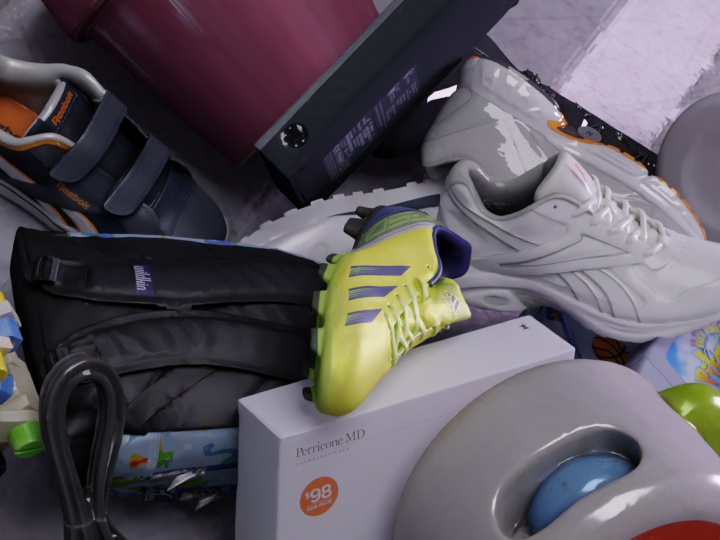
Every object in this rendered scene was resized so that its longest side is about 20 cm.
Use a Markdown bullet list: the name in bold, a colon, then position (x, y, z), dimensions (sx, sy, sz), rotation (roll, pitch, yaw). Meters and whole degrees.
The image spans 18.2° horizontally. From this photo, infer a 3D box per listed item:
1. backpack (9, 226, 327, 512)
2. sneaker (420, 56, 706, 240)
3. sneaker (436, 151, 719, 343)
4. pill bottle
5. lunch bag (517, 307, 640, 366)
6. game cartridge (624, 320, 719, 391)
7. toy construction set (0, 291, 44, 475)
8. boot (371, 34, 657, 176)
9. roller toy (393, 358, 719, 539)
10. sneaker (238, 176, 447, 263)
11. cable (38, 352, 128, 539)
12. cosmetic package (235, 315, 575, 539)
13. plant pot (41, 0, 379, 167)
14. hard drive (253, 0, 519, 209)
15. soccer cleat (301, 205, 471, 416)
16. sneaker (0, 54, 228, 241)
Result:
- **backpack**: position (-0.090, 0.055, 1.289), dimensions (0.198, 0.154, 0.164), rotation (-11, 53, -13)
- **sneaker**: position (0.125, -0.043, 1.419), dimensions (0.199, 0.076, 0.092), rotation (36, 82, 4)
- **sneaker**: position (0.136, -0.020, 1.341), dimensions (0.198, 0.100, 0.078), rotation (7, 33, 7)
- **pill bottle**: position (0.286, -0.071, 1.509), dimensions (0.112, 0.112, 0.200), rotation (50, 29, 15)
- **lunch bag**: position (0.190, 0.085, 1.416), dimensions (0.159, 0.076, 0.201), rotation (2, 58, -25)
- **game cartridge**: position (0.232, 0.077, 1.374), dimensions (0.133, 0.041, 0.200), rotation (45, 44, 7)
- **toy construction set**: position (-0.252, 0.083, 1.181), dimensions (0.199, 0.131, 0.093), rotation (-16, 66, 12)
- **boot**: position (0.111, -0.073, 1.493), dimensions (0.200, 0.066, 0.165), rotation (39, 44, 3)
- **roller toy**: position (0.121, 0.157, 1.219), dimensions (0.181, 0.201, 0.140), rotation (7, 29, -37)
- **sneaker**: position (0.000, 0.000, 1.400), dimensions (0.199, 0.076, 0.081), rotation (-16, 73, -29)
- **cable**: position (-0.146, 0.144, 1.189), dimensions (0.097, 0.050, 0.201), rotation (-24, 106, -21)
- **cosmetic package**: position (0.025, 0.122, 1.270), dimensions (0.199, 0.152, 0.052), rotation (-15, 31, -30)
- **plant pot**: position (-0.082, -0.173, 1.419), dimensions (0.200, 0.200, 0.179), rotation (-39, 92, -37)
- **hard drive**: position (0.022, -0.124, 1.358), dimensions (0.033, 0.140, 0.200), rotation (44, 86, 9)
- **soccer cleat**: position (0.018, 0.020, 1.237), dimensions (0.083, 0.065, 0.200), rotation (14, 27, 5)
- **sneaker**: position (-0.166, -0.066, 1.371), dimensions (0.199, 0.080, 0.079), rotation (26, 50, -6)
